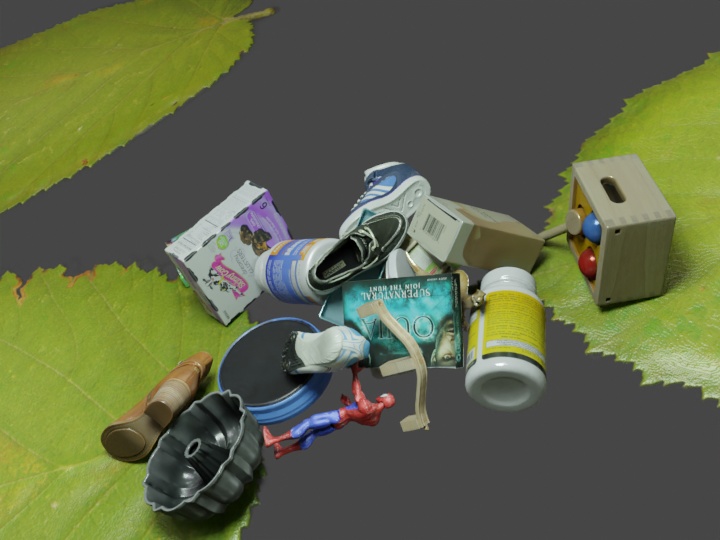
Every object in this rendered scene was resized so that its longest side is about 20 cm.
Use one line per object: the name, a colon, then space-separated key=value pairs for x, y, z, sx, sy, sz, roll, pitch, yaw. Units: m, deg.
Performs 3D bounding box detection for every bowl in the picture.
bowl: x=-0.142 y=0.159 z=1.375 sx=0.200 sy=0.039 sz=0.201 roll=-13 pitch=43 yaw=12

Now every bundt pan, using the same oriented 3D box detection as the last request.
bundt pan: x=-0.222 y=0.279 z=1.234 sx=0.202 sy=0.076 sz=0.202 roll=-30 pitch=34 yaw=23

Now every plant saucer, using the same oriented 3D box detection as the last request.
plant saucer: x=0.000 y=0.000 z=1.354 sx=0.070 sy=0.019 sz=0.200 roll=23 pitch=74 yaw=-2

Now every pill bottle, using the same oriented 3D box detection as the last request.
pill bottle: x=-0.099 y=0.002 z=1.433 sx=0.112 sy=0.112 sz=0.200 roll=-49 pitch=27 yaw=-25
pill bottle: x=0.213 y=0.095 z=1.221 sx=0.112 sy=0.113 sz=0.200 roll=-7 pitch=45 yaw=19

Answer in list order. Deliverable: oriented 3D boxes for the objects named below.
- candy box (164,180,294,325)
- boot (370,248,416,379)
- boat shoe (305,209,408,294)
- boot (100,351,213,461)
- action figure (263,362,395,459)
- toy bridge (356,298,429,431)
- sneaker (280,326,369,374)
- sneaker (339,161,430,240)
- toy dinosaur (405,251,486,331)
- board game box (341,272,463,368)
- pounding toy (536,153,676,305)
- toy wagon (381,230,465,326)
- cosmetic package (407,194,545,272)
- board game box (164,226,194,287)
candy box: x=-0.223 y=-0.031 z=1.508 sx=0.200 sy=0.168 sz=0.071 roll=-44 pitch=43 yaw=-20
boot: x=0.042 y=0.069 z=1.317 sx=0.095 sy=0.073 sz=0.201 roll=-20 pitch=61 yaw=29
boat shoe: x=0.003 y=-0.033 z=1.319 sx=0.200 sy=0.064 sz=0.071 roll=-39 pitch=85 yaw=-20
boot: x=-0.329 y=0.217 z=1.372 sx=0.200 sy=0.077 sz=0.155 roll=-45 pitch=7 yaw=31
action figure: x=-0.046 y=0.205 z=1.263 sx=0.199 sy=0.065 sz=0.099 roll=-18 pitch=48 yaw=8
toy bridge: x=0.060 y=0.136 z=1.201 sx=0.067 sy=0.201 sz=0.027 roll=-20 pitch=2 yaw=38
sneaker: x=-0.060 y=0.126 z=1.270 sx=0.200 sy=0.072 sz=0.072 roll=-13 pitch=61 yaw=55
sneaker: x=0.025 y=-0.128 z=1.572 sx=0.200 sy=0.081 sz=0.146 roll=-37 pitch=33 yaw=-7
toy dinosaur: x=0.126 y=0.043 z=1.266 sx=0.200 sy=0.058 sz=0.101 roll=29 pitch=97 yaw=55
board game box: x=0.059 y=0.077 z=1.238 sx=0.200 sy=0.028 sz=0.136 roll=-6 pitch=86 yaw=38
pounding toy: x=0.362 y=-0.063 z=1.281 sx=0.142 sy=0.184 sz=0.200 roll=-9 pitch=43 yaw=-1
toy wagon: x=0.094 y=0.028 z=1.365 sx=0.155 sy=0.040 sz=0.200 roll=-46 pitch=67 yaw=7
cosmetic package: x=0.184 y=-0.053 z=1.325 sx=0.105 sy=0.200 sz=0.071 roll=42 pitch=115 yaw=44
board game box: x=-0.281 y=-0.061 z=1.671 sx=0.200 sy=0.029 sz=0.135 roll=-29 pitch=43 yaw=-6
